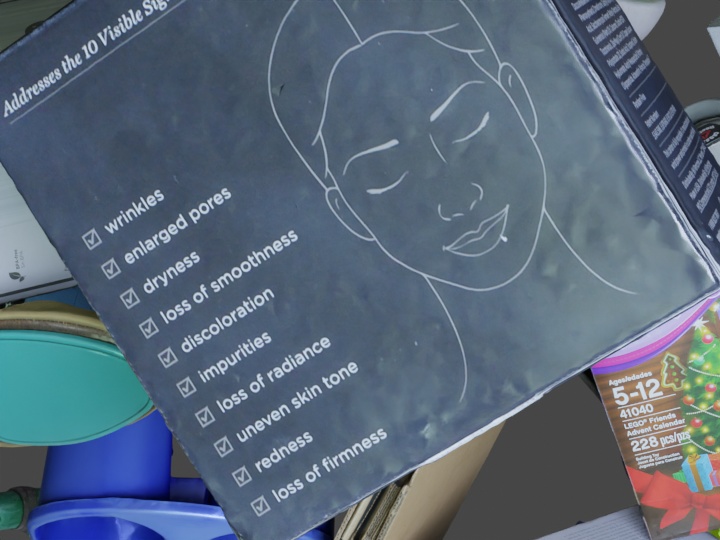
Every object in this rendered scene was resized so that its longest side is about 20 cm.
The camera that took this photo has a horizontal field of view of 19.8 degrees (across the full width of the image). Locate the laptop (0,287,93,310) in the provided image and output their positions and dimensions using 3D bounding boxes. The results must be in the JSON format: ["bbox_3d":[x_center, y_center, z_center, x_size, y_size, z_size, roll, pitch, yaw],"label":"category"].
[{"bbox_3d":[-0.127,-0.027,0.938,0.116,0.199,0.188,34,114,28],"label":"laptop"}]

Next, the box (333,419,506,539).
[{"bbox_3d":[0.030,0.094,0.942,0.021,0.200,0.164,30,112,11],"label":"box"}]

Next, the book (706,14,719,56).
[{"bbox_3d":[0.247,-0.056,0.919,0.133,0.048,0.201,-37,110,-23],"label":"book"}]

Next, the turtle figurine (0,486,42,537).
[{"bbox_3d":[-0.199,0.150,0.988,0.100,0.150,0.201,-3,136,13],"label":"turtle figurine"}]

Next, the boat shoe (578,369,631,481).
[{"bbox_3d":[0.156,0.078,0.987,0.073,0.074,0.200,-44,101,-26],"label":"boat shoe"}]

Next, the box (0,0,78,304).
[{"bbox_3d":[-0.152,-0.050,0.869,0.199,0.060,0.117,-15,125,-16],"label":"box"}]

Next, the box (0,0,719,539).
[{"bbox_3d":[0.001,-0.041,0.738,0.199,0.124,0.197,-31,94,18],"label":"box"}]

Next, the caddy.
[{"bbox_3d":[-0.079,0.110,0.952,0.140,0.200,0.106,7,72,-3],"label":"caddy"}]

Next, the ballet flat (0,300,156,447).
[{"bbox_3d":[-0.167,0.042,0.882,0.199,0.063,0.069,-11,121,19],"label":"ballet flat"}]

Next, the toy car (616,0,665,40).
[{"bbox_3d":[0.062,-0.191,0.846,0.199,0.150,0.176,17,109,-2],"label":"toy car"}]

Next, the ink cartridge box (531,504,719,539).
[{"bbox_3d":[0.078,0.216,0.913,0.199,0.084,0.177,-11,118,-39],"label":"ink cartridge box"}]

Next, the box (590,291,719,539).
[{"bbox_3d":[0.200,0.031,0.887,0.199,0.039,0.138,-16,111,16],"label":"box"}]

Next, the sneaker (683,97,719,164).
[{"bbox_3d":[0.205,0.019,0.966,0.074,0.089,0.200,-35,109,13],"label":"sneaker"}]

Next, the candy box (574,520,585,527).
[{"bbox_3d":[0.147,0.255,1.070,0.168,0.077,0.201,23,110,-8],"label":"candy box"}]
